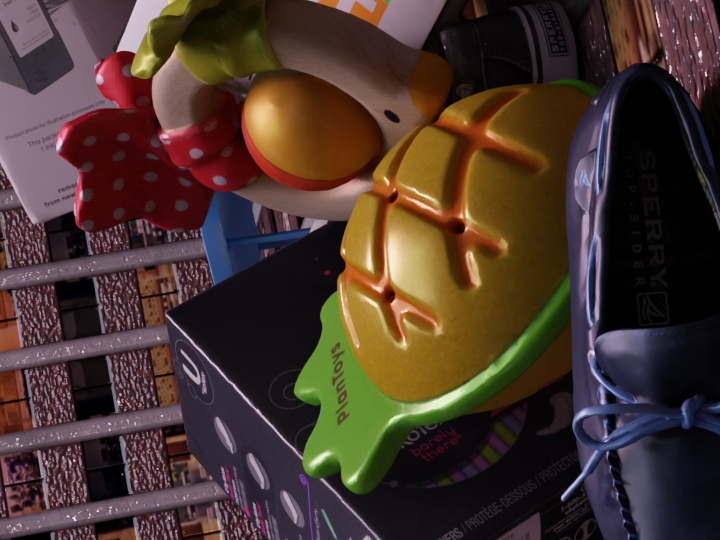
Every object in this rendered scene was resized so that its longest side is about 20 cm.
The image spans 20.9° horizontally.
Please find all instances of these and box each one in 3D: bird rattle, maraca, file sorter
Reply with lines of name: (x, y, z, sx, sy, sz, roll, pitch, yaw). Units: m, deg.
bird rattle: (-0.046, -0.067, 0.846, 0.200, 0.163, 0.113, 113, 178, -48)
maraca: (0.038, 0.006, 0.789, 0.200, 0.107, 0.137, -46, 29, 28)
file sorter: (-0.033, -0.058, 1.185, 0.139, 0.122, 0.200, -92, -7, -54)

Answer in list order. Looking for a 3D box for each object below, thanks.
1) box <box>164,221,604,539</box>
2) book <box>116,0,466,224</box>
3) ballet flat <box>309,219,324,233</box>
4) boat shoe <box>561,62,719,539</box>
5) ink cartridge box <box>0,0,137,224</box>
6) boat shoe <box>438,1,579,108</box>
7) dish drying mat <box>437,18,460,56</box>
box: (0.016, 0.081, 0.900, 0.200, 0.122, 0.106, 42, 151, 36)
book: (-0.025, -0.130, 0.879, 0.048, 0.134, 0.200, -49, -8, -44)
ballet flat: (0.000, 0.000, 1.056, 0.069, 0.071, 0.200, -63, 5, -16)
boat shoe: (0.097, 0.028, 0.646, 0.069, 0.084, 0.200, 69, -173, -74)
ink cartridge box: (-0.177, -0.150, 1.080, 0.146, 0.084, 0.200, -88, -24, -66)
boat shoe: (0.056, -0.038, 0.903, 0.199, 0.068, 0.074, 93, 165, -54)
dish drying mat: (0.030, -0.139, 1.136, 0.200, 0.018, 0.077, -116, 18, -62)
